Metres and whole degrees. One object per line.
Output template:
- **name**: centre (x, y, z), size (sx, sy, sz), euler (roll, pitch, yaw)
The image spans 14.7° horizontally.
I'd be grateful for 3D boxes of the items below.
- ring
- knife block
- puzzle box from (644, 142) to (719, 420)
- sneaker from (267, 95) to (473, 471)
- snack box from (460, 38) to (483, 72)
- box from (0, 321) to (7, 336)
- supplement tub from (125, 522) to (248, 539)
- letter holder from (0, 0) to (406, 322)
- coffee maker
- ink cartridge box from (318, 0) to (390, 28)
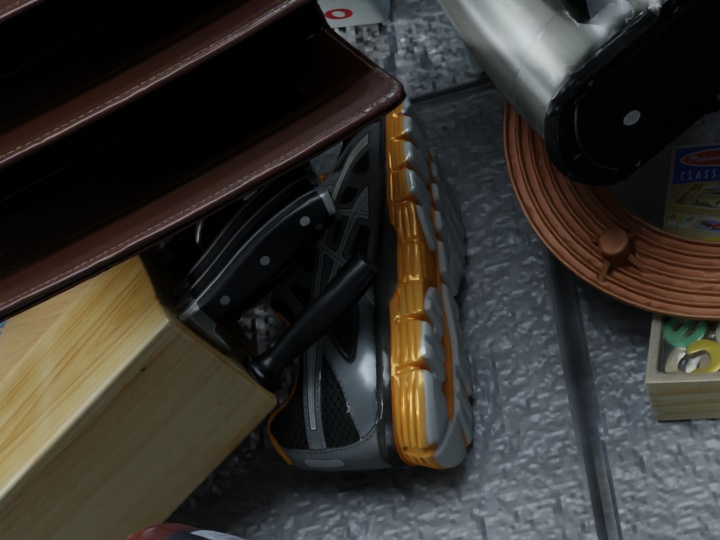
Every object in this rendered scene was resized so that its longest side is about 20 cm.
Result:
- **ring**: centre (0.154, -0.072, 1.138), size (0.200, 0.019, 0.201), euler (-8, 62, 15)
- **knife block**: centre (-0.079, 0.047, 1.098), size (0.175, 0.064, 0.200), euler (-17, 43, 45)
- **puzzle box**: centre (0.218, -0.004, 1.115), size (0.200, 0.025, 0.133), euler (-5, 46, 18)
- **sneaker**: centre (0.000, 0.000, 1.164), size (0.077, 0.078, 0.200), euler (-15, 45, 17)
- **snack box**: centre (0.051, -0.203, 1.304), size (0.037, 0.116, 0.200), euler (-11, 45, 11)
- **box**: centre (-0.161, -0.004, 1.215), size (0.200, 0.095, 0.103), euler (-25, 45, -2)
- **supplement tub**: centre (-0.003, 0.161, 0.990), size (0.200, 0.107, 0.107), euler (13, 54, 30)
- **letter holder**: centre (-0.101, -0.074, 1.089), size (0.200, 0.101, 0.142), euler (-28, 23, -6)
- **coffee maker**: centre (0.092, -0.163, 1.122), size (0.192, 0.135, 0.200), euler (-31, 65, -20)
- **ink cartridge box**: centre (-0.080, -0.178, 1.268), size (0.146, 0.200, 0.083), euler (-5, 71, 18)
